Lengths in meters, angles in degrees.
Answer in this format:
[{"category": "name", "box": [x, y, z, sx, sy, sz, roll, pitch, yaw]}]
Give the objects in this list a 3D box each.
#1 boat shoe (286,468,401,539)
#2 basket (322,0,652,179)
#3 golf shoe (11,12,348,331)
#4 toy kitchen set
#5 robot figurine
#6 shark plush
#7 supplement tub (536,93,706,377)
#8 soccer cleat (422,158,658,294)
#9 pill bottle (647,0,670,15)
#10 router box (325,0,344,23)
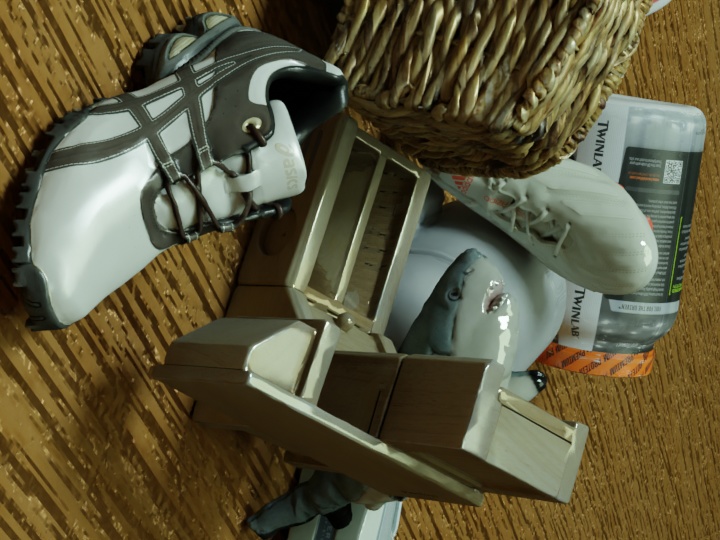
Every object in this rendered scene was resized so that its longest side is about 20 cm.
[{"category": "boat shoe", "box": [-0.016, 0.188, 1.066, 0.072, 0.070, 0.202, 52, 50, -53]}, {"category": "basket", "box": [0.090, -0.150, 0.938, 0.149, 0.142, 0.201, 31, 75, -63]}, {"category": "golf shoe", "box": [-0.077, -0.046, 0.804, 0.200, 0.094, 0.078, -57, 149, -37]}, {"category": "toy kitchen set", "box": [0.000, 0.000, 0.888, 0.163, 0.199, 0.181, 30, 71, -39]}, {"category": "robot figurine", "box": [0.052, 0.027, 1.094, 0.170, 0.112, 0.200, 64, 34, -9]}, {"category": "shark plush", "box": [0.018, 0.080, 1.003, 0.200, 0.083, 0.091, -44, 171, 30]}, {"category": "supplement tub", "box": [0.183, -0.028, 1.349, 0.122, 0.122, 0.201, -9, 108, -64]}, {"category": "soccer cleat", "box": [0.087, -0.051, 1.062, 0.077, 0.200, 0.070, -9, 135, -49]}, {"category": "pill bottle", "box": [0.152, -0.271, 1.185, 0.114, 0.113, 0.201, -56, 147, -41]}, {"category": "router box", "box": [0.024, -0.218, 0.999, 0.158, 0.052, 0.200, -69, 154, -19]}]
